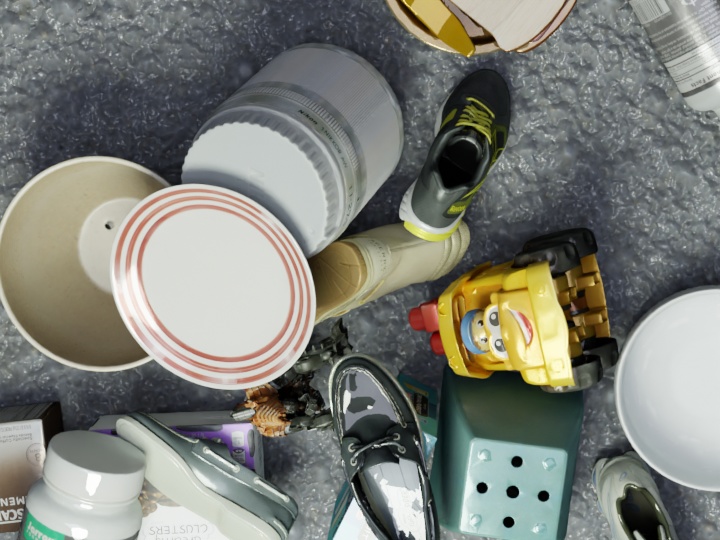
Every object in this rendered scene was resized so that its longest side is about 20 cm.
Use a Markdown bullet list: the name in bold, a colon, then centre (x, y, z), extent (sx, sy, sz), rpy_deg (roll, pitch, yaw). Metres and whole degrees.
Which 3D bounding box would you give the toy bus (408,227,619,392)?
- **toy bus**: centre (0.134, 0.045, 1.544), extent (0.191, 0.200, 0.137), rpy_deg (-9, 96, 18)

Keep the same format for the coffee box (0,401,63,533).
- **coffee box**: centre (-0.400, 0.205, 1.646), extent (0.199, 0.080, 0.115), rpy_deg (-6, 98, 3)

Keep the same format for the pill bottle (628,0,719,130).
- **pill bottle**: centre (0.335, -0.220, 1.537), extent (0.110, 0.111, 0.201), rpy_deg (-31, 96, 6)

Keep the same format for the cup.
- **cup**: centre (-0.238, -0.015, 1.577), extent (0.199, 0.143, 0.202), rpy_deg (0, 98, 2)

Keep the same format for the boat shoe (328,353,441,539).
- **boat shoe**: centre (0.021, 0.171, 1.426), extent (0.074, 0.066, 0.201), rpy_deg (-13, 97, 5)

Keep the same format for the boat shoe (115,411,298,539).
- **boat shoe**: centre (-0.147, 0.196, 1.582), extent (0.200, 0.073, 0.062), rpy_deg (37, 54, 5)

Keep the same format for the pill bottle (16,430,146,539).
- **pill bottle**: centre (-0.272, 0.262, 1.559), extent (0.112, 0.113, 0.201), rpy_deg (16, 105, 1)

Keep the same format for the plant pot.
- **plant pot**: centre (0.142, 0.185, 1.557), extent (0.140, 0.200, 0.142), rpy_deg (7, 98, 1)

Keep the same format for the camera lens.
- **camera lens**: centre (-0.059, -0.109, 1.515), extent (0.159, 0.200, 0.161), rpy_deg (11, 121, 18)

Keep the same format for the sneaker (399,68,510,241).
- **sneaker**: centre (0.104, -0.118, 1.538), extent (0.074, 0.085, 0.201), rpy_deg (26, 59, -5)

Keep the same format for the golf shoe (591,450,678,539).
- **golf shoe**: centre (0.286, 0.281, 1.616), extent (0.078, 0.097, 0.201), rpy_deg (-26, 97, 4)

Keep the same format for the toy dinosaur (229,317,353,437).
- **toy dinosaur**: centre (-0.062, 0.126, 1.557), extent (0.135, 0.200, 0.103), rpy_deg (-18, 116, 4)

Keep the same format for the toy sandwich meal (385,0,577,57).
- **toy sandwich meal**: centre (0.111, -0.293, 1.558), extent (0.204, 0.070, 0.207), rpy_deg (0, 98, 3)

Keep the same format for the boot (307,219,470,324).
- **boot**: centre (0.000, 0.000, 1.593), extent (0.155, 0.200, 0.073), rpy_deg (-18, 83, -36)

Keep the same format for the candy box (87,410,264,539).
- **candy box**: centre (-0.179, 0.247, 1.645), extent (0.167, 0.072, 0.201), rpy_deg (-3, 97, 3)

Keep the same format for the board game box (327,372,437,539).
- **board game box**: centre (0.022, 0.193, 1.564), extent (0.047, 0.200, 0.152), rpy_deg (26, 99, -1)

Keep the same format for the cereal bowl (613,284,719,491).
- **cereal bowl**: centre (0.344, 0.110, 1.596), extent (0.199, 0.083, 0.201), rpy_deg (0, 97, 3)

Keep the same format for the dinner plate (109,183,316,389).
- **dinner plate**: centre (-0.131, 0.013, 1.469), extent (0.199, 0.024, 0.201), rpy_deg (7, 115, 15)
